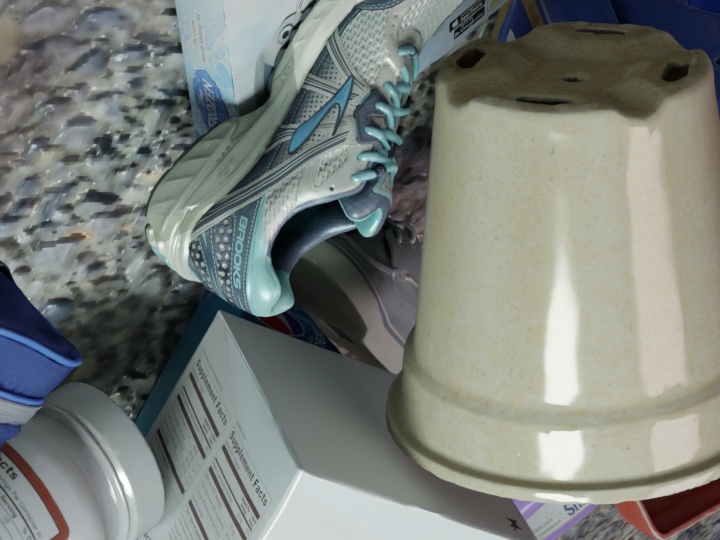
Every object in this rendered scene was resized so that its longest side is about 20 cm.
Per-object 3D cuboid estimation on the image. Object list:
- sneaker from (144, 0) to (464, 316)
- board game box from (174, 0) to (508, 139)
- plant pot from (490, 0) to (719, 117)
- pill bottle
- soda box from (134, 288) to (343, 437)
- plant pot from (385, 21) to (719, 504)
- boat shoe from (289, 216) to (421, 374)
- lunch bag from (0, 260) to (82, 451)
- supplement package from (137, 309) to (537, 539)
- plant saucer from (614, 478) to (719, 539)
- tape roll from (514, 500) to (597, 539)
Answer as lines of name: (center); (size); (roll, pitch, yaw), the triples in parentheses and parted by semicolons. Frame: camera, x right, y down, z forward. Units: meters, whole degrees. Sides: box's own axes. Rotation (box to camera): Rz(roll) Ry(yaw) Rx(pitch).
sneaker: (-0.006, -0.061, 1.106); (0.200, 0.086, 0.078); (-50, 154, -1)
board game box: (-0.003, -0.156, 1.137); (0.200, 0.043, 0.200); (-40, 153, -23)
plant pot: (0.166, -0.078, 1.324); (0.178, 0.201, 0.201); (3, 131, -16)
pill bottle: (-0.194, 0.137, 1.122); (0.199, 0.112, 0.113); (-33, 149, -35)
soda box: (-0.089, 0.110, 1.298); (0.064, 0.068, 0.201); (12, 115, -42)
plant pot: (0.107, -0.016, 1.149); (0.200, 0.199, 0.185); (-26, 123, -42)
boat shoe: (0.001, 0.001, 1.337); (0.072, 0.070, 0.201); (-59, 160, -9)
lunch bag: (-0.211, 0.018, 0.906); (0.133, 0.136, 0.200); (-53, 154, 3)
supplement package: (-0.039, 0.159, 1.208); (0.151, 0.151, 0.201); (21, 110, -30)
plant saucer: (0.187, 0.064, 1.531); (0.037, 0.201, 0.199); (-34, 170, 39)
tape roll: (0.119, 0.127, 1.615); (0.199, 0.085, 0.200); (-34, 163, -12)
